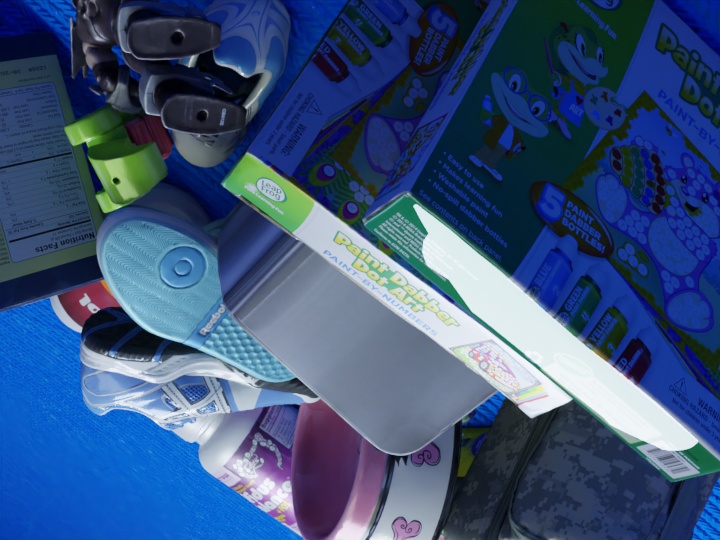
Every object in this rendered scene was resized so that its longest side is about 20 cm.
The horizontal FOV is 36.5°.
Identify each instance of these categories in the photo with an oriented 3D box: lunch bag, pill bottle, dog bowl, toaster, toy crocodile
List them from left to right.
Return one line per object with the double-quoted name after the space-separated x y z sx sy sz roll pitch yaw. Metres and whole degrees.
-0.218 -0.001 1.005 0.113 0.114 0.199 40 150 -16 "pill bottle"
-0.165 -0.091 0.793 0.200 0.061 0.068 -101 -11 -76 "toy crocodile"
-0.106 0.195 1.196 0.199 0.113 0.112 36 150 -10 "pill bottle"
0.000 0.000 0.727 0.200 0.119 0.181 43 -169 -21 "toaster"
0.004 0.140 0.871 0.073 0.203 0.200 12 156 -20 "dog bowl"
0.179 0.154 0.790 0.139 0.201 0.167 44 154 -21 "lunch bag"

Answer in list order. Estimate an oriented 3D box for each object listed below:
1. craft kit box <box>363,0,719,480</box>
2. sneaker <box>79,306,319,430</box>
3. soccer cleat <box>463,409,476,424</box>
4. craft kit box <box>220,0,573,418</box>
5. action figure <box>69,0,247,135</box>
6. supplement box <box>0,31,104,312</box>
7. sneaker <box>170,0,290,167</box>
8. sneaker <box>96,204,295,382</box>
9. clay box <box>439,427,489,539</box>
0.125 -0.040 0.530 0.199 0.199 0.048 38 146 -14 "craft kit box"
-0.123 0.080 0.853 0.197 0.076 0.078 10 121 -19 "sneaker"
0.033 0.132 1.013 0.084 0.065 0.200 52 145 -4 "soccer cleat"
0.059 -0.063 0.567 0.196 0.201 0.048 37 149 -12 "craft kit box"
-0.140 -0.153 0.690 0.200 0.068 0.132 47 142 48 "action figure"
-0.326 -0.065 0.899 0.198 0.133 0.203 -9 97 49 "supplement box"
-0.103 -0.121 0.760 0.071 0.073 0.200 31 152 -6 "sneaker"
-0.120 -0.006 0.802 0.200 0.079 0.131 40 -166 -39 "sneaker"
0.129 0.198 0.982 0.048 0.116 0.199 45 147 -23 "clay box"
